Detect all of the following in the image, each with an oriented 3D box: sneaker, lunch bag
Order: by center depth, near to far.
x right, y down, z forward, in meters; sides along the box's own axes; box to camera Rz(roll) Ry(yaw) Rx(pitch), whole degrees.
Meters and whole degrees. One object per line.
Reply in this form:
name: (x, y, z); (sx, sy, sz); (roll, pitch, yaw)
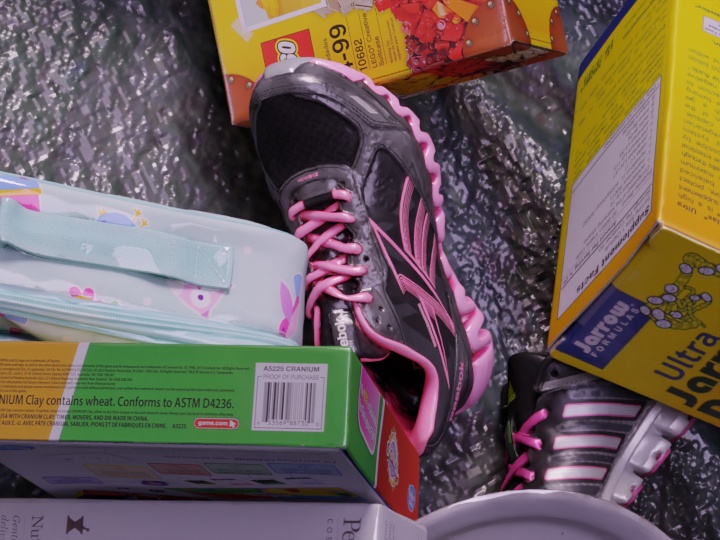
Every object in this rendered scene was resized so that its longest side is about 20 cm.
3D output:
lunch bag: (-0.129, 0.015, 0.992); (0.199, 0.160, 0.077); (9, 74, -18)
sneaker: (0.000, 0.000, 1.040); (0.200, 0.079, 0.095); (64, 30, -21)
sneaker: (0.092, 0.086, 1.102); (0.087, 0.074, 0.200); (42, 66, -1)

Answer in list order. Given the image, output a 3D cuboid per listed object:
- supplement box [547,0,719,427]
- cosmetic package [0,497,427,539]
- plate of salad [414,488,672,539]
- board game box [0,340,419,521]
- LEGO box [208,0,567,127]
supplement box: (0.169, -0.044, 1.101); (0.109, 0.109, 0.200); (22, 48, -13)
cosmetic package: (-0.076, 0.156, 0.968); (0.199, 0.081, 0.113); (-4, 74, 18)
plate of salad: (0.069, 0.192, 1.031); (0.199, 0.048, 0.201); (-4, 113, -10)
board game box: (-0.063, 0.074, 0.955); (0.153, 0.200, 0.040); (1, 74, 9)
LEGO box: (-0.001, -0.181, 1.080); (0.077, 0.149, 0.201); (0, 77, -65)
